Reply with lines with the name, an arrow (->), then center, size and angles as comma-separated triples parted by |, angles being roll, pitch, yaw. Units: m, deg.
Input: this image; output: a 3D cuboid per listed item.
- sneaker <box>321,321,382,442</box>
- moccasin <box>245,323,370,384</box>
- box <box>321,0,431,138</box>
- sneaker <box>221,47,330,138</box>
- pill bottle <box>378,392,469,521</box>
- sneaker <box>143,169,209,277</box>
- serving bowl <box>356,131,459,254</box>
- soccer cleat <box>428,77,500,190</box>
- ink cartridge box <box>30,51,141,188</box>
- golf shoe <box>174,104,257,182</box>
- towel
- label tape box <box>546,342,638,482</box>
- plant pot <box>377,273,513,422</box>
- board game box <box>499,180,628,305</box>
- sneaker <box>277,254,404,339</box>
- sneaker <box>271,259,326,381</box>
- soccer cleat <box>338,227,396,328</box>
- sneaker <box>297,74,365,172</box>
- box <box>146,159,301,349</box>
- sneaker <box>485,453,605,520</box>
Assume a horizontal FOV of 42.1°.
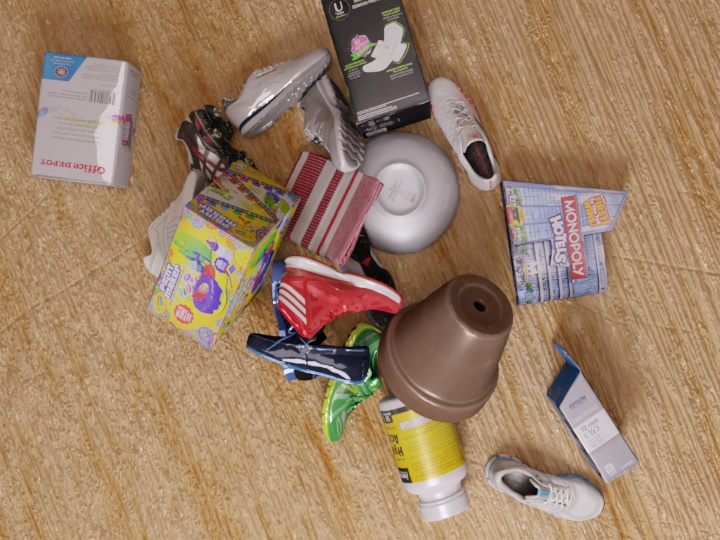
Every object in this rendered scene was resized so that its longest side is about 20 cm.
sneaker -> -0.009, 0.188, 1.520 | 0.082, 0.074, 0.204 | 20, 91, 8
moccasin -> -0.080, 0.121, 1.470 | 0.196, 0.080, 0.070 | 15, 93, -7
box -> 0.028, -0.332, 1.479 | 0.122, 0.149, 0.204 | -16, 88, 5
sneaker -> -0.137, -0.307, 1.533 | 0.199, 0.076, 0.081 | -38, 78, 2
pill bottle -> 0.107, 0.288, 1.493 | 0.109, 0.111, 0.204 | -18, 88, 4
sneaker -> -0.305, -0.075, 1.530 | 0.079, 0.070, 0.203 | 25, 106, 13
serving bowl -> 0.065, -0.128, 1.520 | 0.195, 0.066, 0.205 | 0, 90, 3
soccer cleat -> 0.169, -0.223, 1.502 | 0.068, 0.085, 0.203 | -26, 89, 4
ink cartridge box -> -0.452, -0.244, 1.546 | 0.141, 0.085, 0.205 | 7, 89, 4
golf shoe -> -0.229, -0.171, 1.547 | 0.087, 0.077, 0.203 | -28, 91, 30
towel -> -0.060, -0.103, 1.491 | 0.199, 0.023, 0.146 | 27, 90, 44
label tape box -> 0.341, 0.217, 1.461 | 0.066, 0.143, 0.202 | -34, 88, 3
plant pot -> 0.147, 0.102, 1.418 | 0.196, 0.175, 0.203 | 14, 50, -17
board game box -> 0.336, -0.057, 1.503 | 0.195, 0.062, 0.205 | -9, 89, 5
sneaker -> -0.037, 0.060, 1.438 | 0.196, 0.078, 0.118 | 18, 77, -6
sneaker -> -0.098, 0.079, 1.533 | 0.076, 0.070, 0.204 | -8, 96, 1
soccer cleat -> 0.000, 0.000, 1.532 | 0.068, 0.073, 0.203 | -32, 106, -21
sneaker -> -0.050, -0.221, 1.498 | 0.081, 0.075, 0.202 | -33, 45, 18
box -> -0.209, -0.028, 1.439 | 0.121, 0.193, 0.202 | 30, 123, 3
sneaker -> 0.296, 0.356, 1.494 | 0.196, 0.087, 0.077 | 15, 89, 3
